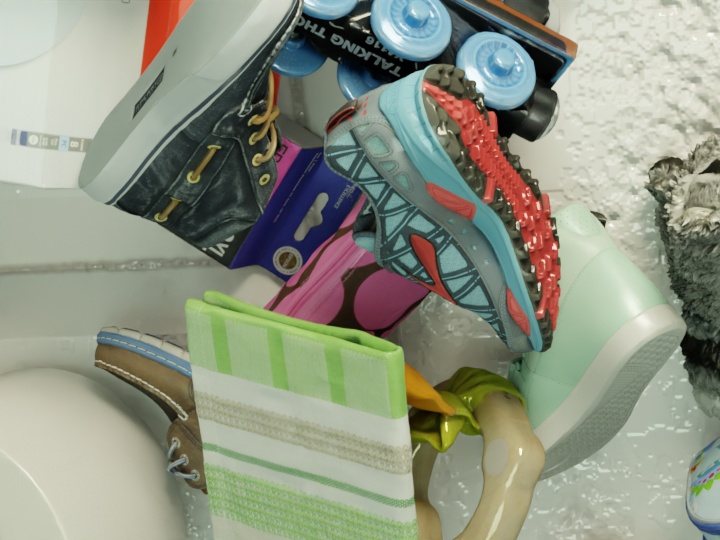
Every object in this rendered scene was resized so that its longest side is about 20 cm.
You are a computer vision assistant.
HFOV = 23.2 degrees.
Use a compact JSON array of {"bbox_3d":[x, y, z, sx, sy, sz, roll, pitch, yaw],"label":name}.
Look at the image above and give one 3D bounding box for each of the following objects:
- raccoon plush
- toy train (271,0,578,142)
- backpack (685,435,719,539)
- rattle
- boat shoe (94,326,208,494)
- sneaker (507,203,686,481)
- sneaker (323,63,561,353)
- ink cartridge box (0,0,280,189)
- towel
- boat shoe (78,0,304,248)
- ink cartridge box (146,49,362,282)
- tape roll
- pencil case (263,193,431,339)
[{"bbox_3d":[0.220,0.014,0.992,0.096,0.134,0.202,-11,110,12],"label":"raccoon plush"},{"bbox_3d":[0.027,-0.145,0.969,0.198,0.115,0.087,25,148,-8],"label":"toy train"},{"bbox_3d":[0.275,0.156,1.007,0.182,0.200,0.148,-32,105,21],"label":"backpack"},{"bbox_3d":[0.009,0.146,1.033,0.201,0.142,0.131,-53,54,25],"label":"rattle"},{"bbox_3d":[-0.087,0.104,1.098,0.198,0.072,0.073,28,83,2],"label":"boat shoe"},{"bbox_3d":[0.114,0.046,1.073,0.119,0.073,0.201,59,141,25],"label":"sneaker"},{"bbox_3d":[0.045,-0.029,0.953,0.095,0.080,0.201,-11,132,26],"label":"sneaker"},{"bbox_3d":[-0.145,-0.124,1.006,0.197,0.047,0.162,9,101,1],"label":"ink cartridge box"},{"bbox_3d":[-0.028,0.114,1.010,0.148,0.031,0.202,13,122,29],"label":"towel"},{"bbox_3d":[-0.068,-0.089,0.949,0.090,0.071,0.200,26,137,-24],"label":"boat shoe"},{"bbox_3d":[-0.100,-0.071,1.067,0.199,0.037,0.095,31,113,-7],"label":"ink cartridge box"},{"bbox_3d":[-0.226,0.174,1.103,0.200,0.139,0.205,4,101,22],"label":"tape roll"},{"bbox_3d":[0.000,0.000,1.042,0.200,0.093,0.091,-50,54,20],"label":"pencil case"}]
